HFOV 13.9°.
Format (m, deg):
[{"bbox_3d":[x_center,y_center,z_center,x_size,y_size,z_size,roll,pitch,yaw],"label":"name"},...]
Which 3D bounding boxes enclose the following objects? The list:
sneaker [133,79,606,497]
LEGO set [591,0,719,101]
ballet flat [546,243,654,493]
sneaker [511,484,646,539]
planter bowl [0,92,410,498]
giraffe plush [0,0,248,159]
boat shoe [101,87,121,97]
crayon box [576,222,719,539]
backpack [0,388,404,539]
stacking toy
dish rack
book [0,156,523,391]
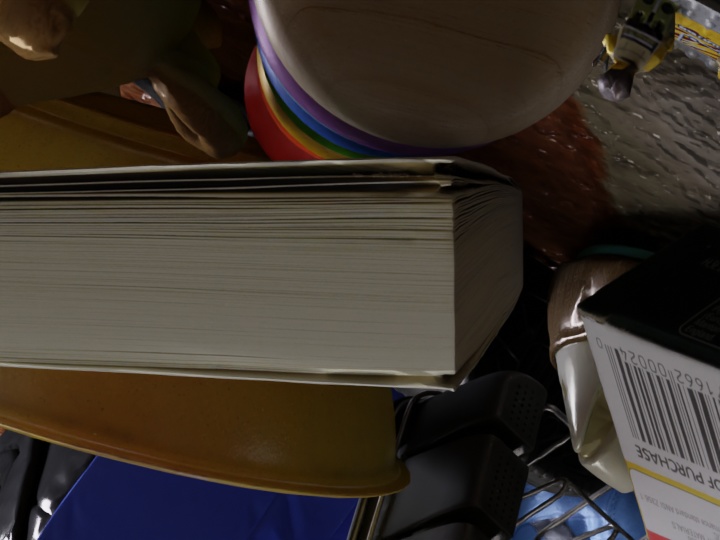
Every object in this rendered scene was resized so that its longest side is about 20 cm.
[{"bbox_3d":[-0.001,0.003,0.970,0.200,0.060,0.104,42,159,-24],"label":"sneaker"},{"bbox_3d":[0.044,-0.078,0.515,0.200,0.116,0.154,30,164,-5],"label":"LEGO set"},{"bbox_3d":[0.100,0.030,0.851,0.068,0.073,0.200,33,164,-22],"label":"ballet flat"},{"bbox_3d":[0.063,0.088,1.042,0.066,0.079,0.200,38,177,-37],"label":"sneaker"},{"bbox_3d":[-0.070,-0.005,0.850,0.200,0.084,0.200,17,-174,-2],"label":"planter bowl"},{"bbox_3d":[-0.103,-0.092,0.709,0.199,0.173,0.162,-4,165,16],"label":"giraffe plush"},{"bbox_3d":[-0.151,-0.060,0.974,0.059,0.072,0.200,-15,-163,-35],"label":"boat shoe"},{"bbox_3d":[0.134,0.095,0.739,0.127,0.051,0.201,22,137,51],"label":"crayon box"},{"bbox_3d":[-0.063,0.097,1.144,0.168,0.163,0.200,43,170,-13],"label":"backpack"},{"bbox_3d":[0.002,-0.058,0.739,0.085,0.086,0.200,30,169,-5],"label":"stacking toy"},{"bbox_3d":[0.081,0.135,0.892,0.200,0.154,0.054,42,130,-21],"label":"dish rack"},{"bbox_3d":[-0.068,-0.003,0.685,0.199,0.048,0.134,0,-177,9],"label":"book"}]
